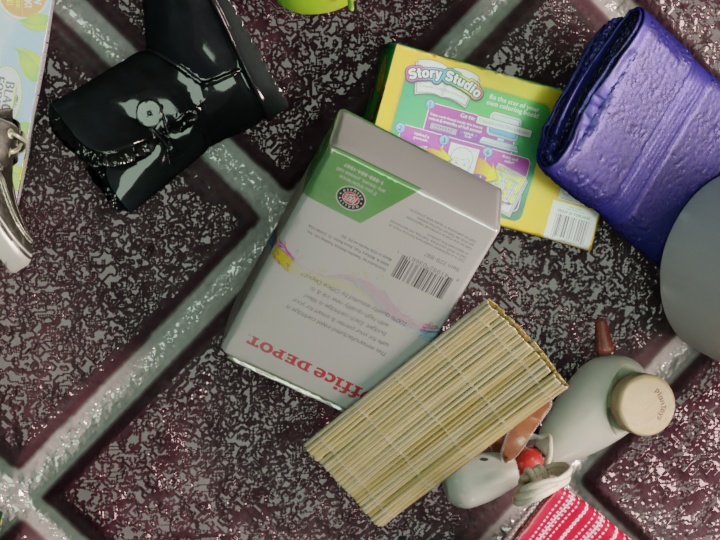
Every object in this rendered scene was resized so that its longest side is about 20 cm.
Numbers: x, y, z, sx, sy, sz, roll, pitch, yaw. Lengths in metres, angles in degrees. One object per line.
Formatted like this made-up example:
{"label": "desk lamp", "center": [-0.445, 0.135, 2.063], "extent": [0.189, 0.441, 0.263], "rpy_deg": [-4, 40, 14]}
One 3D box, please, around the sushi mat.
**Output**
{"label": "sushi mat", "center": [0.057, 0.111, 1.677], "extent": [0.200, 0.012, 0.096], "rpy_deg": [-39, 101, 22]}

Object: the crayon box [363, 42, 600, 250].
{"label": "crayon box", "center": [0.101, -0.098, 1.736], "extent": [0.200, 0.058, 0.119], "rpy_deg": [15, 93, -8]}

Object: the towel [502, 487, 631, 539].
{"label": "towel", "center": [0.170, 0.269, 1.751], "extent": [0.145, 0.022, 0.200], "rpy_deg": [-51, 127, -1]}

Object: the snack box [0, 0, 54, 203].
{"label": "snack box", "center": [-0.330, -0.146, 1.674], "extent": [0.168, 0.068, 0.200], "rpy_deg": [11, 95, -8]}

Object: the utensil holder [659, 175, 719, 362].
{"label": "utensil holder", "center": [0.352, 0.017, 1.681], "extent": [0.170, 0.200, 0.170], "rpy_deg": [-11, 111, -30]}

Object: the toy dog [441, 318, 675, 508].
{"label": "toy dog", "center": [0.153, 0.108, 1.731], "extent": [0.200, 0.132, 0.096], "rpy_deg": [-25, 94, -32]}

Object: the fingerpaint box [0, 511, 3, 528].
{"label": "fingerpaint box", "center": [-0.401, 0.231, 1.695], "extent": [0.200, 0.073, 0.167], "rpy_deg": [23, 91, -8]}

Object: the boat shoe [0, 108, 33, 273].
{"label": "boat shoe", "center": [-0.282, -0.097, 1.617], "extent": [0.064, 0.071, 0.200], "rpy_deg": [-26, 97, -4]}

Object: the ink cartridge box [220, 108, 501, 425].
{"label": "ink cartridge box", "center": [0.000, 0.000, 1.683], "extent": [0.145, 0.088, 0.200], "rpy_deg": [25, 115, -7]}

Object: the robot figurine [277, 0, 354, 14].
{"label": "robot figurine", "center": [-0.061, -0.277, 1.663], "extent": [0.200, 0.116, 0.175], "rpy_deg": [42, 44, 3]}

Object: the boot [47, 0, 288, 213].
{"label": "boot", "center": [-0.172, -0.163, 1.687], "extent": [0.168, 0.076, 0.200], "rpy_deg": [-32, 104, -7]}

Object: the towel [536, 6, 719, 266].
{"label": "towel", "center": [0.227, -0.099, 1.712], "extent": [0.200, 0.050, 0.148], "rpy_deg": [35, 86, -40]}
